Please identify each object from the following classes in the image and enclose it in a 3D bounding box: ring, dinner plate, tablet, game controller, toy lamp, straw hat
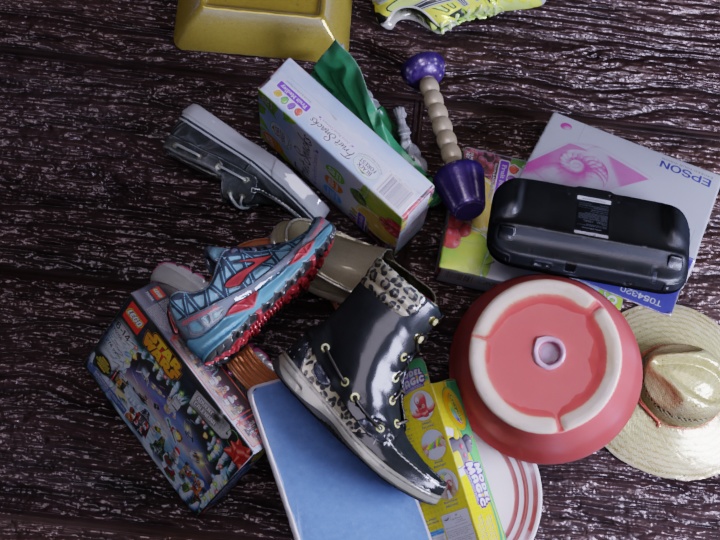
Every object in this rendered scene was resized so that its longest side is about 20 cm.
[{"bbox_3d":[-0.072,0.059,1.380,0.199,0.019,0.202,21,51,-28],"label":"ring"},{"bbox_3d":[0.087,0.230,1.387,0.198,0.024,0.202,1,75,-2],"label":"dinner plate"},{"bbox_3d":[-0.020,0.189,1.290,0.129,0.014,0.201,-14,73,-22],"label":"tablet"},{"bbox_3d":[0.224,-0.036,1.321,0.198,0.042,0.105,11,47,2],"label":"game controller"},{"bbox_3d":[0.089,-0.142,1.434,0.058,0.058,0.201,-12,57,-7],"label":"toy lamp"},{"bbox_3d":[0.335,0.117,1.400,0.199,0.085,0.203,1,75,-3],"label":"straw hat"}]

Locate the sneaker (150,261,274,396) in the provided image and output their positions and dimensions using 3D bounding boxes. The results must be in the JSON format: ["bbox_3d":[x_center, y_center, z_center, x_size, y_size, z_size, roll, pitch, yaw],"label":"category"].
[{"bbox_3d":[-0.160,0.080,1.384,0.088,0.081,0.200,-36,79,-14],"label":"sneaker"}]

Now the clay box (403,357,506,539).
[{"bbox_3d":[0.062,0.195,1.325,0.047,0.115,0.201,-1,70,-49],"label":"clay box"}]

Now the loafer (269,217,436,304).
[{"bbox_3d":[0.000,0.000,1.405,0.199,0.068,0.076,31,46,-8],"label":"loafer"}]

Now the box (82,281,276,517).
[{"bbox_3d":[-0.183,0.129,1.343,0.200,0.137,0.040,50,42,11],"label":"box"}]

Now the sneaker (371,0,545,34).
[{"bbox_3d":[0.109,-0.303,1.518,0.198,0.075,0.077,3,81,8],"label":"sneaker"}]

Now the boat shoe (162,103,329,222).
[{"bbox_3d":[-0.125,-0.098,1.450,0.199,0.072,0.071,34,84,17],"label":"boat shoe"}]

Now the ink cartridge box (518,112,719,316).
[{"bbox_3d":[0.257,-0.064,1.387,0.195,0.043,0.200,22,44,9],"label":"ink cartridge box"}]

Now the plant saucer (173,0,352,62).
[{"bbox_3d":[-0.104,-0.343,1.523,0.198,0.048,0.202,5,74,-3],"label":"plant saucer"}]

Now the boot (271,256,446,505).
[{"bbox_3d":[0.036,0.103,1.263,0.203,0.073,0.154,42,90,7],"label":"boot"}]

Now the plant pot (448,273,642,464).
[{"bbox_3d":[0.179,0.089,1.308,0.199,0.177,0.202,-1,81,7],"label":"plant pot"}]

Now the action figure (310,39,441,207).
[{"bbox_3d":[0.021,-0.149,1.459,0.055,0.118,0.200,-36,88,-24],"label":"action figure"}]

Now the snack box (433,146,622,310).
[{"bbox_3d":[0.190,-0.040,1.453,0.198,0.053,0.143,14,75,0],"label":"snack box"}]

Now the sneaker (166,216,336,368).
[{"bbox_3d":[-0.106,-0.002,1.309,0.095,0.079,0.200,42,59,8],"label":"sneaker"}]

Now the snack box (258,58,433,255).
[{"bbox_3d":[-0.018,-0.114,1.407,0.200,0.142,0.053,43,76,8],"label":"snack box"}]
